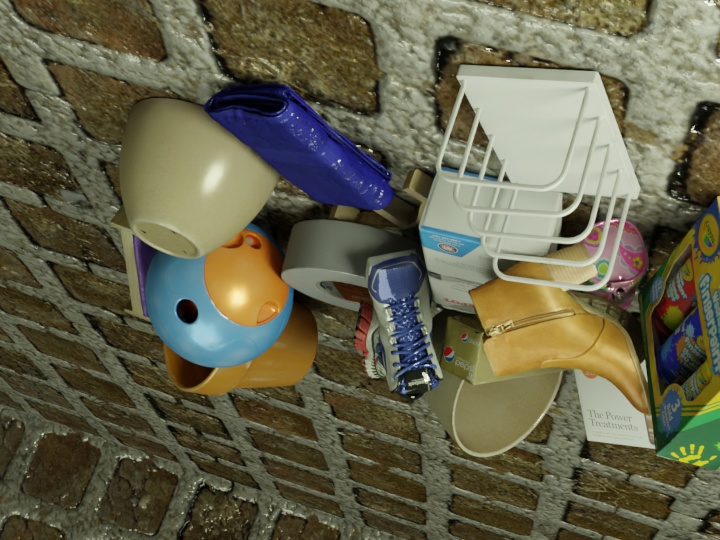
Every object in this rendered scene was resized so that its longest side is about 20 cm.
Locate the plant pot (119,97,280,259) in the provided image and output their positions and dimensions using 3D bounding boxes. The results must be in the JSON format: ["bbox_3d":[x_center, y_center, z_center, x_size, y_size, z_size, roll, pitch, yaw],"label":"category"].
[{"bbox_3d":[-0.211,-0.095,1.499,0.198,0.136,0.201,18,160,7],"label":"plant pot"}]

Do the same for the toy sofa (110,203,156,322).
[{"bbox_3d":[-0.283,-0.015,1.745,0.096,0.083,0.202,19,140,13],"label":"toy sofa"}]

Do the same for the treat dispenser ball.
[{"bbox_3d":[-0.187,0.028,1.654,0.198,0.203,0.201,17,159,7],"label":"treat dispenser ball"}]

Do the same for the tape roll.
[{"bbox_3d":[0.000,0.000,1.587,0.197,0.067,0.201,13,165,3],"label":"tape roll"}]

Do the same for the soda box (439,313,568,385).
[{"bbox_3d":[0.191,0.089,1.523,0.198,0.069,0.064,-4,-161,-41],"label":"soda box"}]

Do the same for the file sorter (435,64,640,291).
[{"bbox_3d":[0.170,-0.085,1.189,0.137,0.126,0.200,7,155,28],"label":"file sorter"}]

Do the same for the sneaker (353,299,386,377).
[{"bbox_3d":[0.045,0.100,1.638,0.081,0.079,0.200,9,166,12],"label":"sneaker"}]

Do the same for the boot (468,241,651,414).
[{"bbox_3d":[0.206,0.084,1.288,0.203,0.143,0.071,63,-172,-2],"label":"boot"}]

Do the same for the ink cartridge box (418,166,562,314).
[{"bbox_3d":[0.152,-0.022,1.411,0.143,0.085,0.201,13,157,14],"label":"ink cartridge box"}]

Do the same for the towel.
[{"bbox_3d":[-0.063,-0.140,1.380,0.147,0.050,0.200,13,160,47],"label":"towel"}]

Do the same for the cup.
[{"bbox_3d":[0.155,0.125,1.663,0.143,0.201,0.200,35,174,43],"label":"cup"}]

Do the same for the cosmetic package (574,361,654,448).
[{"bbox_3d":[0.370,0.148,1.565,0.198,0.051,0.153,1,111,40],"label":"cosmetic package"}]

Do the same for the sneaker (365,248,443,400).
[{"bbox_3d":[0.060,0.080,1.473,0.079,0.116,0.201,-13,131,-7],"label":"sneaker"}]

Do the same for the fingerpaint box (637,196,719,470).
[{"bbox_3d":[0.345,0.061,1.204,0.072,0.202,0.168,14,140,-12],"label":"fingerpaint box"}]

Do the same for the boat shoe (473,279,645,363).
[{"bbox_3d":[0.217,0.052,1.348,0.197,0.075,0.066,20,-176,-4],"label":"boat shoe"}]

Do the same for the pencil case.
[{"bbox_3d":[0.271,0.017,1.398,0.086,0.088,0.200,17,159,8],"label":"pencil case"}]

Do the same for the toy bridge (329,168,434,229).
[{"bbox_3d":[0.035,-0.074,1.471,0.067,0.028,0.199,29,158,-22],"label":"toy bridge"}]

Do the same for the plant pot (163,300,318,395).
[{"bbox_3d":[-0.171,0.098,1.878,0.182,0.203,0.199,16,165,-36],"label":"plant pot"}]
